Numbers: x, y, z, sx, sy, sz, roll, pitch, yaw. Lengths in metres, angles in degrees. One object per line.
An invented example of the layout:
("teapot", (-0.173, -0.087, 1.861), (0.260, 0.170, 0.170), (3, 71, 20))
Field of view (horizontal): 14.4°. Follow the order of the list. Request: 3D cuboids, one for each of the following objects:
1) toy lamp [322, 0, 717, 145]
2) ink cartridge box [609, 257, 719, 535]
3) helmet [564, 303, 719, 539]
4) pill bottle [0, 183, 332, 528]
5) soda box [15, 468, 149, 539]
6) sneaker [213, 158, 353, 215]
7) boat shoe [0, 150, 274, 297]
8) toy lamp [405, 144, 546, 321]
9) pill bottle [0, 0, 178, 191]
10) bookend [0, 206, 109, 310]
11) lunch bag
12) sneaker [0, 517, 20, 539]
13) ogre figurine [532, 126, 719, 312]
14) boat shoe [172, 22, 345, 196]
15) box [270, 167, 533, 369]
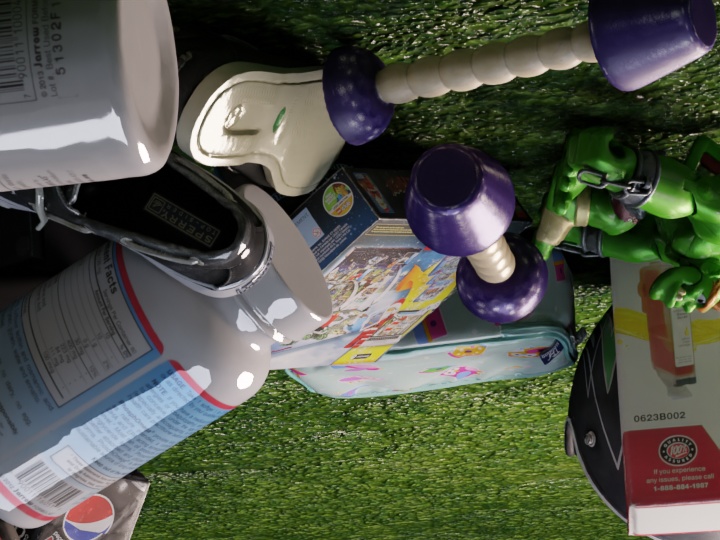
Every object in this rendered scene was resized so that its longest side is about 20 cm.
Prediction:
("toy lamp", (0.077, -0.104, 1.386), (0.200, 0.058, 0.058), (-12, 163, 29))
("ink cartridge box", (0.227, 0.053, 1.739), (0.145, 0.201, 0.083), (-5, 161, 6))
("helmet", (0.230, 0.088, 1.872), (0.199, 0.201, 0.191), (-3, 173, -2))
("pill bottle", (-0.118, 0.041, 1.468), (0.200, 0.109, 0.109), (-31, 158, 14))
("soda box", (-0.207, 0.103, 1.662), (0.071, 0.063, 0.200), (12, -165, -41))
("sneaker", (-0.034, -0.017, 1.665), (0.082, 0.073, 0.200), (-6, 166, 3))
("boat shoe", (-0.136, -0.049, 1.394), (0.199, 0.074, 0.068), (33, 174, 16))
("toy lamp", (0.060, -0.021, 1.502), (0.058, 0.058, 0.200), (-5, 163, 8))
("pill bottle", (-0.190, -0.089, 1.266), (0.199, 0.115, 0.114), (-6, 165, 9))
("bookend", (-0.182, -0.015, 1.601), (0.200, 0.092, 0.198), (-17, 162, 39))
("lunch bag", (0.050, 0.036, 1.878), (0.199, 0.077, 0.160), (-5, 165, 8))
("sneaker", (-0.211, 0.101, 1.537), (0.082, 0.200, 0.077), (-7, 139, -36))
("ogre figurine", (0.166, -0.035, 1.612), (0.120, 0.098, 0.200), (15, 150, 1))
("boat shoe", (-0.058, -0.086, 1.448), (0.068, 0.072, 0.200), (30, -174, 22))
("box", (0.000, 0.000, 1.615), (0.137, 0.038, 0.200), (-43, 162, 21))
